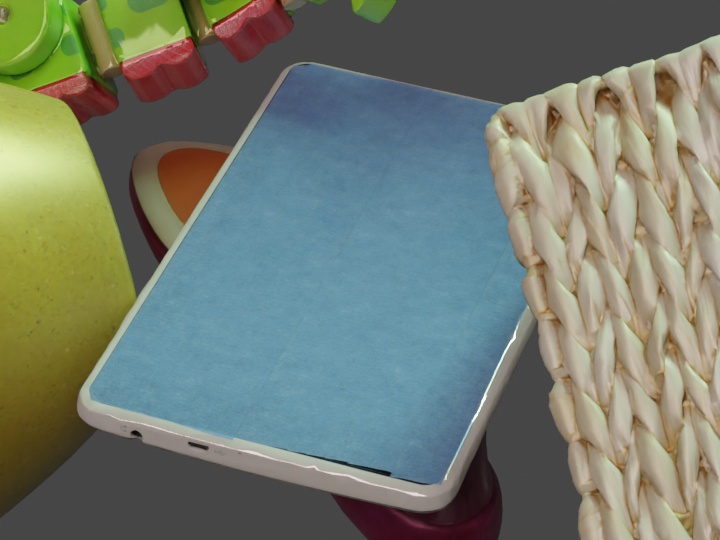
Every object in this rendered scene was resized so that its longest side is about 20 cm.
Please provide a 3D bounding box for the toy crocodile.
[{"bbox_3d":[-0.082,-0.087,1.087,0.199,0.068,0.062,-20,73,7],"label":"toy crocodile"}]

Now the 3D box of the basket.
[{"bbox_3d":[0.150,0.037,0.931,0.160,0.200,0.199,-16,72,11],"label":"basket"}]

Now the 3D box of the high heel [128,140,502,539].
[{"bbox_3d":[-0.023,0.035,1.058,0.067,0.096,0.200,-21,46,-24],"label":"high heel"}]

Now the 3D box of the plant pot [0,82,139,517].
[{"bbox_3d":[-0.156,0.008,1.031,0.142,0.200,0.201,-18,72,-11],"label":"plant pot"}]

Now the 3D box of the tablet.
[{"bbox_3d":[0.000,0.000,1.014,0.130,0.014,0.200,13,42,15],"label":"tablet"}]
